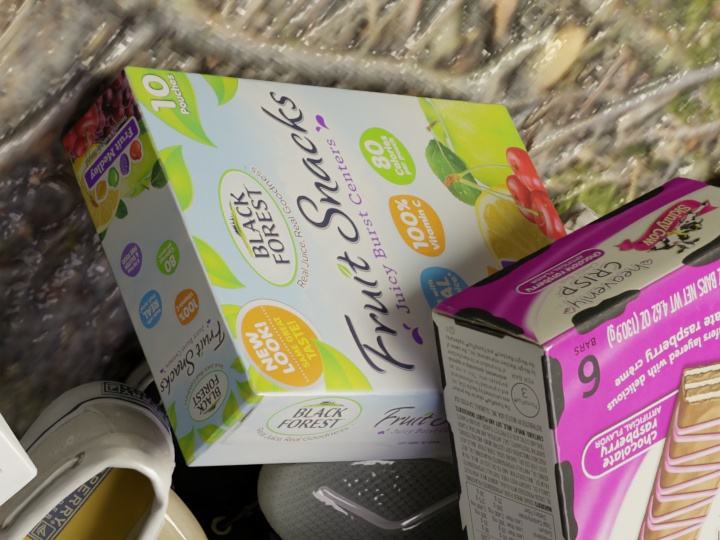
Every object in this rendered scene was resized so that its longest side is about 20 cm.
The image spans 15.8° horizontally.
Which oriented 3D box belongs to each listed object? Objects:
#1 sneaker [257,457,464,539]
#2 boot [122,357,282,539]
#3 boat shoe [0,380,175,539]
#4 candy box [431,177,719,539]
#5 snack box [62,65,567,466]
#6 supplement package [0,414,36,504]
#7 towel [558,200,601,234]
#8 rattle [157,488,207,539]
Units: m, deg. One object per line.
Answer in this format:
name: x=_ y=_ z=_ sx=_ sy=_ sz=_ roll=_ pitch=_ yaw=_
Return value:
sneaker: x=0.042 y=0.077 z=1.059 sx=0.200 sy=0.080 sz=0.071 roll=0 pitch=131 yaw=-31
boot: x=-0.024 y=0.127 z=1.073 sx=0.073 sy=0.154 sz=0.204 roll=-32 pitch=142 yaw=-13
boat shoe: x=-0.129 y=0.140 z=0.936 sx=0.075 sy=0.086 sz=0.202 roll=34 pitch=102 yaw=-20
candy box: x=0.105 y=0.084 z=0.964 sx=0.136 sy=0.061 sz=0.200 roll=-27 pitch=121 yaw=-35
snack box: x=0.000 y=0.000 z=0.976 sx=0.200 sy=0.142 sz=0.053 roll=2 pitch=143 yaw=-43
supplement package: x=-0.224 y=0.008 z=0.731 sx=0.151 sy=0.152 sz=0.200 roll=-39 pitch=123 yaw=-5
towel: x=0.082 y=0.081 z=1.146 sx=0.200 sy=0.132 sz=0.034 roll=-54 pitch=171 yaw=13
rattle: x=-0.146 y=0.091 z=1.032 sx=0.200 sy=0.143 sz=0.130 roll=37 pitch=116 yaw=-16
